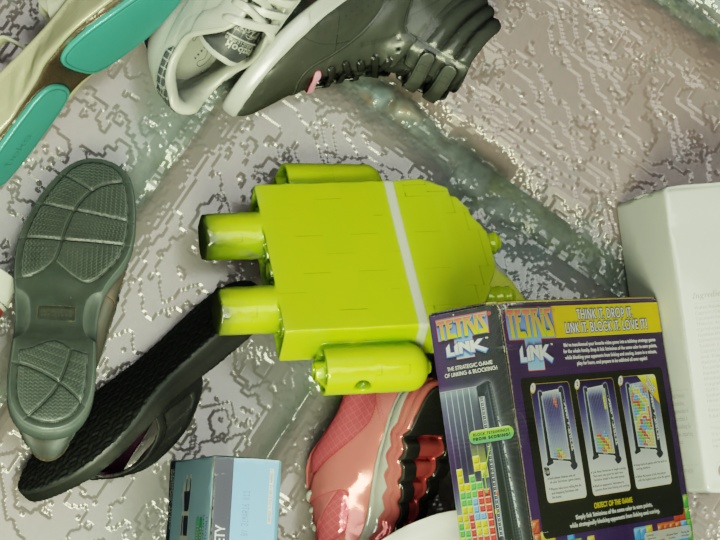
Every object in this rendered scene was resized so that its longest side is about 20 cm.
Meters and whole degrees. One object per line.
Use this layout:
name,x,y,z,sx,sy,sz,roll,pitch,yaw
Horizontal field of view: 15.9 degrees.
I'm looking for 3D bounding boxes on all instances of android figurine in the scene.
android figurine,0.000,0.000,1.644,0.200,0.041,0.182,-3,51,-16

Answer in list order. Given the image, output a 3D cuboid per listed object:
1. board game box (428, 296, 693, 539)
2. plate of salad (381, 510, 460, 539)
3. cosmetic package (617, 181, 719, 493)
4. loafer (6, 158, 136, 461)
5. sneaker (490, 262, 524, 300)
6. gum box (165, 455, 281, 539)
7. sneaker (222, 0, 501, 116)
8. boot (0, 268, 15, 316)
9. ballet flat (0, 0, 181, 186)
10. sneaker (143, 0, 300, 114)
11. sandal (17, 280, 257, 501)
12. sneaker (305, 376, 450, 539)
board game box,0.127,0.102,1.612,0.200,0.057,0.166,1,79,-55
plate of salad,0.039,0.236,1.644,0.200,0.048,0.200,-14,120,-26
cosmetic package,0.229,0.045,1.705,0.074,0.102,0.200,-6,88,-14
loafer,-0.186,0.025,1.627,0.072,0.063,0.200,10,59,-1
sneaker,0.100,0.084,1.684,0.075,0.076,0.200,-16,87,-12
gum box,-0.089,0.199,1.568,0.044,0.200,0.170,4,84,-12
sneaker,0.009,-0.138,1.686,0.200,0.071,0.099,-38,89,-17
boot,-0.332,0.017,1.600,0.200,0.072,0.144,33,80,-11
ballet flat,-0.196,-0.138,1.628,0.200,0.069,0.069,-44,95,7
sneaker,-0.060,-0.182,1.626,0.076,0.081,0.200,30,116,-26
sandal,-0.129,0.087,1.639,0.200,0.075,0.048,-40,115,-13
sneaker,-0.001,0.154,1.669,0.074,0.087,0.200,12,99,-53
